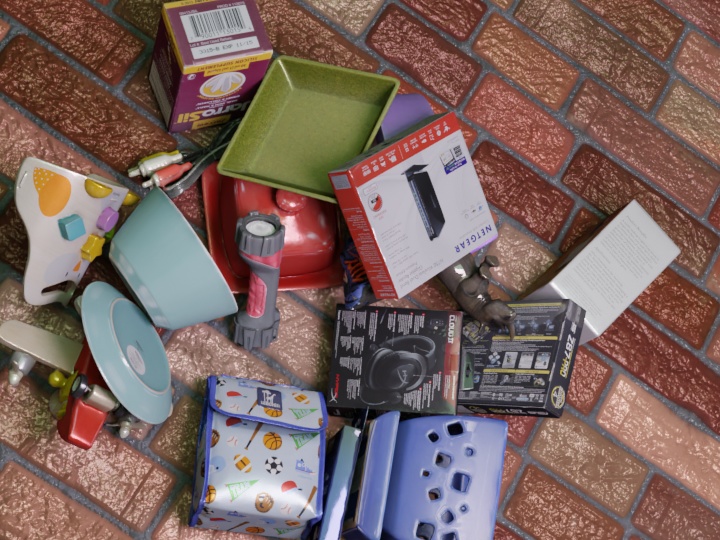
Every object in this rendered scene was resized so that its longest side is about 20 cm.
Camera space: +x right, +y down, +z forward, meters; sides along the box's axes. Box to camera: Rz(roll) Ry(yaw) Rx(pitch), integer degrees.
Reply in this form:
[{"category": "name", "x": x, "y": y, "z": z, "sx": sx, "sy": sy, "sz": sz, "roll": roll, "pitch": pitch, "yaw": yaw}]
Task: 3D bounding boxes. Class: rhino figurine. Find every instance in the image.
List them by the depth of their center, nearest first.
[{"category": "rhino figurine", "x": 0.155, "y": 0.015, "z": 1.724, "sx": 0.060, "sy": 0.087, "sz": 0.200, "roll": -24, "pitch": 74, "yaw": -46}]

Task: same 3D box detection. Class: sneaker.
[{"category": "sneaker", "x": 0.000, "y": 0.000, "z": 1.708, "sx": 0.075, "sy": 0.200, "sz": 0.079, "roll": -22, "pitch": 104, "yaw": -1}]

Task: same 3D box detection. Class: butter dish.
[{"category": "butter dish", "x": -0.109, "y": -0.081, "z": 1.725, "sx": 0.198, "sy": 0.148, "sz": 0.201, "roll": -4, "pitch": 75, "yaw": -18}]

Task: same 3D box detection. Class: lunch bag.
[{"category": "lunch bag", "x": -0.134, "y": 0.240, "z": 1.646, "sx": 0.169, "sy": 0.124, "sz": 0.201, "roll": 11, "pitch": 58, "yaw": -13}]

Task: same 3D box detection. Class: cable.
[{"category": "cable", "x": -0.230, "y": -0.165, "z": 1.744, "sx": 0.199, "sy": 0.097, "sz": 0.050, "roll": -33, "pitch": 126, "yaw": -13}]

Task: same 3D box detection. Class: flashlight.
[{"category": "flashlight", "x": -0.142, "y": 0.018, "z": 1.666, "sx": 0.067, "sy": 0.201, "sz": 0.068, "roll": 27, "pitch": 39, "yaw": 20}]

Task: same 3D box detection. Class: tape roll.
[{"category": "tape roll", "x": 0.045, "y": -0.151, "z": 1.760, "sx": 0.084, "sy": 0.200, "sz": 0.201, "roll": -5, "pitch": 76, "yaw": -16}]

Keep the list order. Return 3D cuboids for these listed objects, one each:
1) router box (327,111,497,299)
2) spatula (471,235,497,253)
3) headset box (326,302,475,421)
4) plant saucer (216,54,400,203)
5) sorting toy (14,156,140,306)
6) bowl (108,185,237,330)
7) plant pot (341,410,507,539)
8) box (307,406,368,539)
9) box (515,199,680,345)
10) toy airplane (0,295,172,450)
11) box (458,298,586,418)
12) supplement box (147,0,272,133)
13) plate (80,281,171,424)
[{"category": "router box", "x": 0.072, "y": -0.087, "z": 1.606, "sx": 0.200, "sy": 0.049, "sz": 0.180, "roll": -33, "pitch": 108, "yaw": -34}, {"category": "spatula", "x": 0.115, "y": -0.024, "z": 1.841, "sx": 0.199, "sy": 0.021, "sz": 0.057, "roll": -32, "pitch": 87, "yaw": -21}, {"category": "headset box", "x": 0.059, "y": 0.132, "z": 1.721, "sx": 0.199, "sy": 0.077, "sz": 0.150, "roll": 3, "pitch": 73, "yaw": 4}, {"category": "plant saucer", "x": -0.064, "y": -0.182, "z": 1.659, "sx": 0.199, "sy": 0.048, "sz": 0.200, "roll": 16, "pitch": 68, "yaw": 25}, {"category": "sorting toy", "x": -0.383, "y": -0.040, "z": 1.622, "sx": 0.106, "sy": 0.200, "sz": 0.181, "roll": 21, "pitch": 92, "yaw": 11}, {"category": "bowl", "x": -0.260, "y": 0.000, "z": 1.640, "sx": 0.105, "sy": 0.201, "sz": 0.201, "roll": -35, "pitch": 86, "yaw": -11}, {"category": "plant pot", "x": 0.078, "y": 0.293, "z": 1.653, "sx": 0.179, "sy": 0.200, "sz": 0.201, "roll": 11, "pitch": 74, "yaw": -6}, {"category": "box", "x": -0.033, "y": 0.284, "z": 1.658, "sx": 0.032, "sy": 0.121, "sz": 0.201, "roll": 16, "pitch": 71, "yaw": -6}, {"category": "box", "x": 0.345, "y": 0.013, "z": 1.826, "sx": 0.200, "sy": 0.152, "sz": 0.106, "roll": -42, "pitch": 89, "yaw": -23}, {"category": "toy airplane", "x": -0.361, "y": 0.136, "z": 1.612, "sx": 0.200, "sy": 0.141, "sz": 0.199, "roll": 52, "pitch": 30, "yaw": 12}, {"category": "box", "x": 0.209, "y": 0.122, "z": 1.736, "sx": 0.049, "sy": 0.199, "sz": 0.162, "roll": 31, "pitch": 65, "yaw": -39}, {"category": "supplement box", "x": -0.213, "y": -0.288, "z": 1.722, "sx": 0.130, "sy": 0.200, "sz": 0.104, "roll": -15, "pitch": 75, "yaw": -19}, {"category": "plate", "x": -0.290, "y": 0.101, "z": 1.583, "sx": 0.025, "sy": 0.200, "sz": 0.201, "roll": -26, "pitch": 82, "yaw": 11}]
